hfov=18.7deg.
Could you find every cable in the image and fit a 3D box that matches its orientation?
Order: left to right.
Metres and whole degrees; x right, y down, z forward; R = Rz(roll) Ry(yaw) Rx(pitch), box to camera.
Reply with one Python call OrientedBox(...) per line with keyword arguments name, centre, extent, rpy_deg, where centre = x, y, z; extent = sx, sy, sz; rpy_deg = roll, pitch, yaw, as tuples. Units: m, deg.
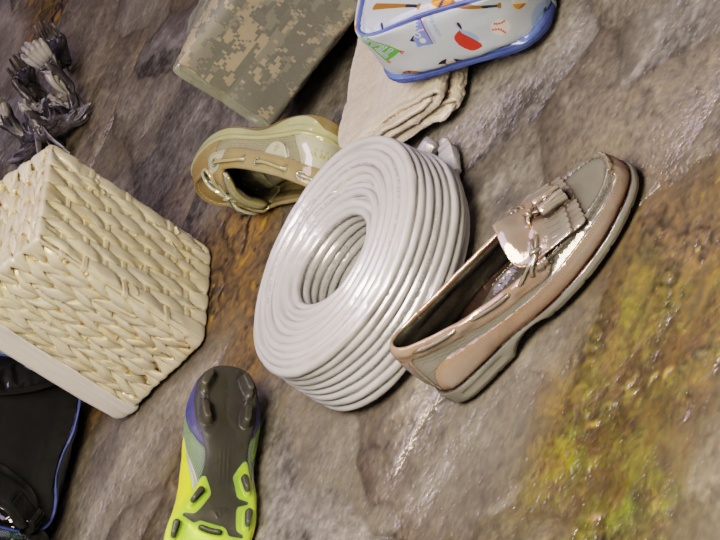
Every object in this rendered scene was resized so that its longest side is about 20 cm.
OrientedBox(name="cable", centre=(0.000, 0.000, 1.585), extent=(0.200, 0.069, 0.200), rpy_deg=(-50, 28, 20))

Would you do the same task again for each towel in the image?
OrientedBox(name="towel", centre=(0.043, -0.177, 1.729), extent=(0.133, 0.034, 0.200), rpy_deg=(-30, 38, 43))

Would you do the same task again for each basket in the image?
OrientedBox(name="basket", centre=(-0.235, 0.008, 1.851), extent=(0.123, 0.200, 0.136), rpy_deg=(-37, 35, 31))

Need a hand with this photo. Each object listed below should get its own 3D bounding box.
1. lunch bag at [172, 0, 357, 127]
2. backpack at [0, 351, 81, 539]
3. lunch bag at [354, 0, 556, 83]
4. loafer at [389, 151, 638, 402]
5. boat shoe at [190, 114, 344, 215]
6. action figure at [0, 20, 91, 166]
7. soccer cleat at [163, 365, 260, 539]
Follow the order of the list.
OrientedBox(name="lunch bag", centre=(-0.068, -0.239, 1.880), extent=(0.164, 0.118, 0.200), rpy_deg=(-51, 16, 24))
OrientedBox(name="backpack", centre=(-0.355, 0.153, 1.923), extent=(0.154, 0.190, 0.200), rpy_deg=(127, 158, -51))
OrientedBox(name="lunch bag", centre=(0.073, -0.239, 1.650), extent=(0.160, 0.076, 0.200), rpy_deg=(-16, 46, 30))
OrientedBox(name="loafer", centre=(0.098, 0.000, 1.420), extent=(0.200, 0.063, 0.072), rpy_deg=(-51, 27, 18))
OrientedBox(name="boat shoe", centre=(-0.081, -0.077, 1.806), extent=(0.201, 0.073, 0.063), rpy_deg=(-8, 52, 49))
OrientedBox(name="action figure", centre=(-0.354, -0.188, 2.362), extent=(0.119, 0.102, 0.200), rpy_deg=(-39, 30, 15))
OrientedBox(name="soccer cleat", centre=(-0.109, 0.168, 1.642), extent=(0.084, 0.065, 0.200), rpy_deg=(105, 172, -59))
